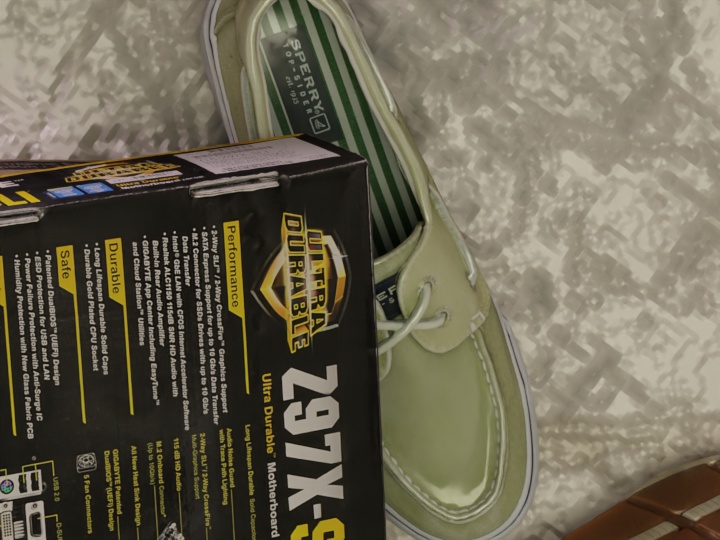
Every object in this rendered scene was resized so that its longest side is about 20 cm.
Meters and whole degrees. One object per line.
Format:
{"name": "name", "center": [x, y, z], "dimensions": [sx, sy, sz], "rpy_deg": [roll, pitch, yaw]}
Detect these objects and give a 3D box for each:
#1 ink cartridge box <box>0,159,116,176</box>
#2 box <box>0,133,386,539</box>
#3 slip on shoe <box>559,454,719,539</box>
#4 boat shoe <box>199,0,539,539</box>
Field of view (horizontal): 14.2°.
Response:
{"name": "ink cartridge box", "center": [-0.118, 0.069, 0.863], "dimensions": [0.164, 0.075, 0.202], "rpy_deg": [0, 100, -28]}
{"name": "box", "center": [-0.072, 0.072, 0.819], "dimensions": [0.159, 0.049, 0.202], "rpy_deg": [-10, 105, -28]}
{"name": "slip on shoe", "center": [0.090, 0.119, 0.924], "dimensions": [0.199, 0.076, 0.061], "rpy_deg": [-23, 141, -8]}
{"name": "boat shoe", "center": [0.000, 0.000, 0.892], "dimensions": [0.072, 0.062, 0.201], "rpy_deg": [-24, 102, 0]}
